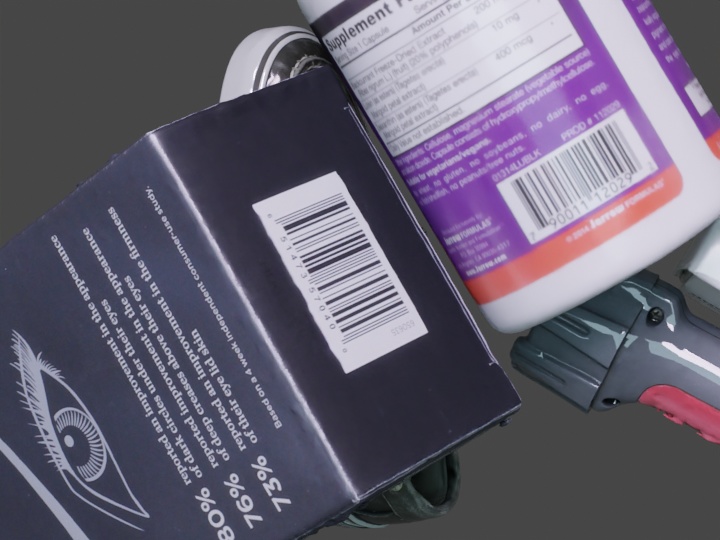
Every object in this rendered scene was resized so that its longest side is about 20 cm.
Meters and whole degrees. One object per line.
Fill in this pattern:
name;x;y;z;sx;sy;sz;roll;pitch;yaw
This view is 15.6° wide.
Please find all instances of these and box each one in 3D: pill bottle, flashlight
pill bottle;0.046;-0.088;0.951;0.111;0.111;0.200;-31;93;3
flashlight;0.154;0.065;1.022;0.200;0.068;0.068;27;74;9

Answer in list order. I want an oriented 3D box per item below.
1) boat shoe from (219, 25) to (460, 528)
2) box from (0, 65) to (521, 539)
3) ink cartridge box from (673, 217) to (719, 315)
boat shoe;0.000;0.000;1.023;0.064;0.071;0.201;-10;94;48
box;-0.066;0.041;0.971;0.200;0.104;0.148;-32;85;41
ink cartridge box;0.232;-0.046;1.007;0.147;0.083;0.200;30;90;4
